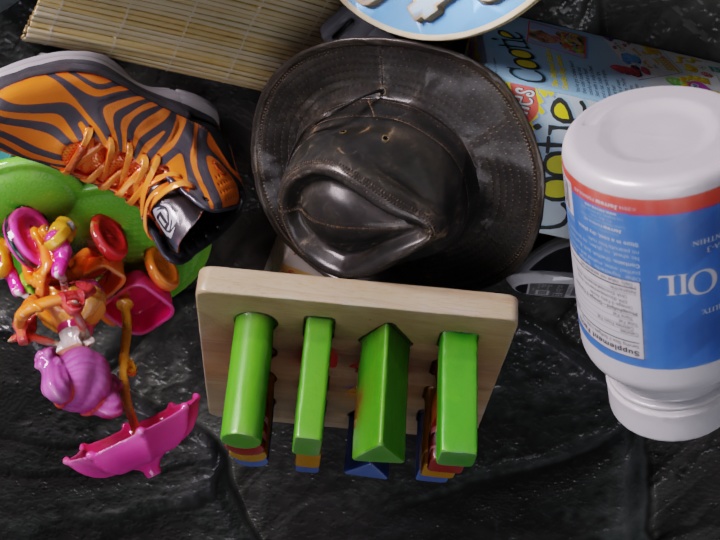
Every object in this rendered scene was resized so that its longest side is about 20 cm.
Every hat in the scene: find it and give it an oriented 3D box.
[{"bbox_3d":[0.010,-0.046,0.778,0.198,0.081,0.203,10,120,17],"label":"hat"}]

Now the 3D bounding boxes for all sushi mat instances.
[{"bbox_3d":[-0.104,-0.163,0.803,0.198,0.012,0.096,8,128,-31],"label":"sushi mat"}]

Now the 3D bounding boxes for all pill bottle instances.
[{"bbox_3d":[0.185,0.001,0.769,0.111,0.113,0.202,-9,125,7],"label":"pill bottle"}]

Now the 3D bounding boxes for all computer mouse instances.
[{"bbox_3d":[0.205,-0.004,0.916,0.197,0.110,0.045,4,81,5],"label":"computer mouse"}]

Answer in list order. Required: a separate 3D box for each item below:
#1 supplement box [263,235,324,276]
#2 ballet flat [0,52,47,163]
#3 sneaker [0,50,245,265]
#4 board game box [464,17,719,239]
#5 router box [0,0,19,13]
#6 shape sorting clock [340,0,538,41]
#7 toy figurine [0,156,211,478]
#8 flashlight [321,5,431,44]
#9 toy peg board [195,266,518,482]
[{"bbox_3d":[0.000,0.000,0.918,0.125,0.074,0.201,17,123,-10],"label":"supplement box"},{"bbox_3d":[-0.233,-0.068,0.890,0.069,0.070,0.201,25,125,-16],"label":"ballet flat"},{"bbox_3d":[-0.146,-0.067,0.800,0.199,0.113,0.078,3,140,-46],"label":"sneaker"},{"bbox_3d":[0.161,-0.086,0.840,0.197,0.105,0.104,12,124,-6],"label":"board game box"},{"bbox_3d":[-0.205,-0.257,0.754,0.198,0.062,0.150,-27,121,18],"label":"router box"},{"bbox_3d":[0.044,-0.234,0.726,0.198,0.039,0.203,3,97,25],"label":"shape sorting clock"},{"bbox_3d":[-0.175,0.045,0.847,0.149,0.186,0.200,-30,141,19],"label":"toy figurine"},{"bbox_3d":[0.072,-0.190,0.785,0.200,0.068,0.068,-40,80,24],"label":"flashlight"},{"bbox_3d":[-0.010,0.096,0.835,0.197,0.099,0.200,6,151,-1],"label":"toy peg board"}]
